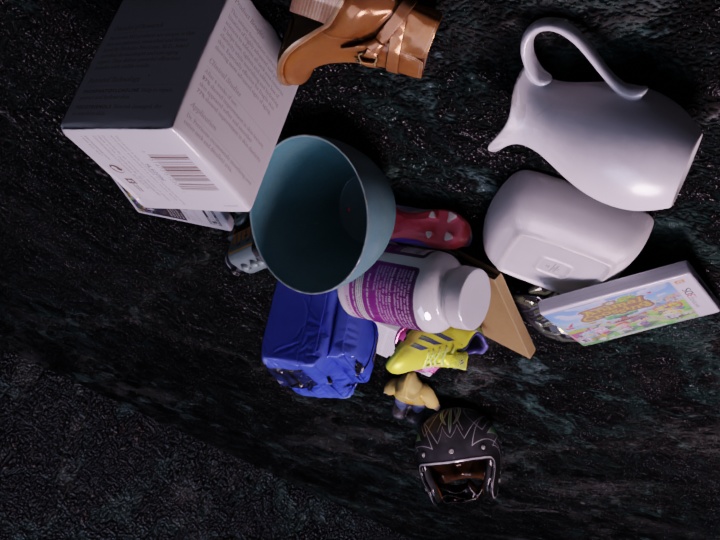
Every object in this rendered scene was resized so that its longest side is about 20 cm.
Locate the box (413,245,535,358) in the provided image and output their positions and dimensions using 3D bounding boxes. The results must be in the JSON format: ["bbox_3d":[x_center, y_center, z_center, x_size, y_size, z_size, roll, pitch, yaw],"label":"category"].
[{"bbox_3d":[0.167,0.038,1.488,0.163,0.021,0.201,28,158,40],"label":"box"}]

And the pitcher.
[{"bbox_3d":[0.242,-0.156,1.027,0.198,0.122,0.172,25,144,17],"label":"pitcher"}]

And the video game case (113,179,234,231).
[{"bbox_3d":[-0.310,-0.134,1.613,0.180,0.024,0.200,12,156,18],"label":"video game case"}]

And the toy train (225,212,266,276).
[{"bbox_3d":[-0.141,-0.056,1.533,0.085,0.115,0.199,31,154,-25],"label":"toy train"}]

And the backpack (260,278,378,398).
[{"bbox_3d":[-0.056,0.123,1.621,0.166,0.164,0.200,9,156,18],"label":"backpack"}]

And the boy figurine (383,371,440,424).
[{"bbox_3d":[0.107,0.261,2.105,0.123,0.065,0.200,19,160,7],"label":"boy figurine"}]

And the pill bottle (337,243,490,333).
[{"bbox_3d":[0.074,0.025,1.400,0.198,0.113,0.112,11,157,37],"label":"pill bottle"}]

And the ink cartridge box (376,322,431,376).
[{"bbox_3d":[0.058,0.114,1.857,0.198,0.050,0.162,27,158,5],"label":"ink cartridge box"}]

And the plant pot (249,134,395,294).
[{"bbox_3d":[-0.029,-0.078,1.342,0.198,0.203,0.134,0,-173,38],"label":"plant pot"}]

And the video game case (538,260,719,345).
[{"bbox_3d":[0.360,0.049,1.356,0.198,0.022,0.182,-17,155,26],"label":"video game case"}]

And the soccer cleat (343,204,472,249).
[{"bbox_3d":[0.061,-0.063,1.428,0.198,0.067,0.076,9,169,25],"label":"soccer cleat"}]

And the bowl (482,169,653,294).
[{"bbox_3d":[0.257,-0.034,1.321,0.198,0.075,0.200,20,158,0],"label":"bowl"}]

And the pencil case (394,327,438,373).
[{"bbox_3d":[0.119,0.110,1.622,0.090,0.095,0.200,-14,-179,21],"label":"pencil case"}]

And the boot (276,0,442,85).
[{"bbox_3d":[-0.004,-0.242,1.086,0.154,0.077,0.200,17,150,-5],"label":"boot"}]

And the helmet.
[{"bbox_3d":[0.203,0.379,2.120,0.198,0.200,0.193,2,116,35],"label":"helmet"}]

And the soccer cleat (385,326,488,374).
[{"bbox_3d":[0.115,0.113,1.460,0.084,0.199,0.065,50,129,18],"label":"soccer cleat"}]

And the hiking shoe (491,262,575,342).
[{"bbox_3d":[0.270,0.043,1.473,0.198,0.076,0.101,19,161,3],"label":"hiking shoe"}]

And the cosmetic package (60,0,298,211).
[{"bbox_3d":[-0.196,-0.195,1.157,0.165,0.202,0.168,4,153,31],"label":"cosmetic package"}]
